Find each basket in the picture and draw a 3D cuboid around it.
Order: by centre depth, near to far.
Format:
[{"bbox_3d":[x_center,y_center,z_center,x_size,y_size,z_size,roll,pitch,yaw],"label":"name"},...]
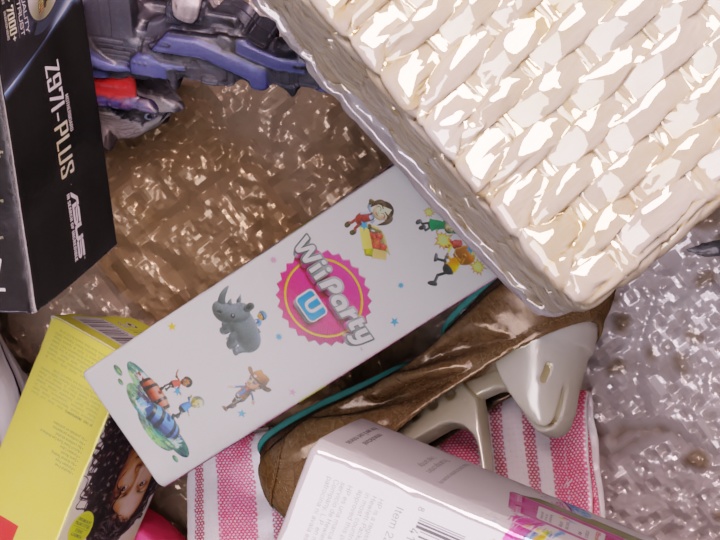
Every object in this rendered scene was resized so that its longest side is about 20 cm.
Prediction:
[{"bbox_3d":[0.079,-0.112,1.026,0.200,0.161,0.198,-41,91,2],"label":"basket"}]

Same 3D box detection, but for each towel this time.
[{"bbox_3d":[0.012,0.132,1.276,0.200,0.030,0.146,-7,73,19],"label":"towel"}]

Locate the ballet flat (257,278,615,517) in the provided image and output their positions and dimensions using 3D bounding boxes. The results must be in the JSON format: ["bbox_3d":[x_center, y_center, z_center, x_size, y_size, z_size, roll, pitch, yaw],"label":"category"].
[{"bbox_3d":[0.046,0.056,1.238,0.200,0.068,0.072,-35,65,9],"label":"ballet flat"}]

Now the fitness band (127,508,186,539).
[{"bbox_3d":[-0.124,0.205,1.353,0.144,0.037,0.200,-17,84,28],"label":"fitness band"}]

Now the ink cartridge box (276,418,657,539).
[{"bbox_3d":[0.056,0.167,1.177,0.200,0.085,0.145,23,99,12],"label":"ink cartridge box"}]

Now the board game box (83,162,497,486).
[{"bbox_3d":[0.000,0.000,1.211,0.200,0.148,0.064,-34,92,24],"label":"board game box"}]

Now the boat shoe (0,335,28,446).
[{"bbox_3d":[-0.206,0.036,1.321,0.074,0.067,0.200,-19,93,21],"label":"boat shoe"}]

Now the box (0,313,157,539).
[{"bbox_3d":[-0.141,0.120,1.302,0.050,0.075,0.200,28,102,25],"label":"box"}]

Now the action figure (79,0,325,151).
[{"bbox_3d":[-0.080,-0.140,1.228,0.200,0.105,0.194,16,119,11],"label":"action figure"}]

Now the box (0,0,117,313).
[{"bbox_3d":[-0.217,-0.073,1.197,0.200,0.086,0.164,0,110,20],"label":"box"}]

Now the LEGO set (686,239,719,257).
[{"bbox_3d":[0.241,0.012,1.151,0.200,0.116,0.154,-10,103,21],"label":"LEGO set"}]
